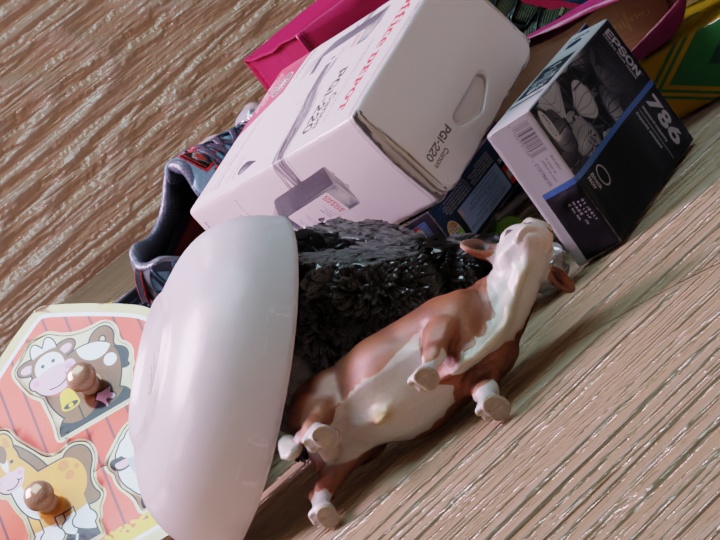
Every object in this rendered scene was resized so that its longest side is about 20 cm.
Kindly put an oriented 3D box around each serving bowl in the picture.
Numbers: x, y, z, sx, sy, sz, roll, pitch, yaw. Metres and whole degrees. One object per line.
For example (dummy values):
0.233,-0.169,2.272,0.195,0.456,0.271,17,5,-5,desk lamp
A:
-0.092,0.061,1.523,0.200,0.066,0.200,-169,90,-77,serving bowl

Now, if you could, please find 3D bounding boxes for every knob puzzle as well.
-0.176,0.097,1.679,0.220,0.220,0.030,-37,-34,1,knob puzzle

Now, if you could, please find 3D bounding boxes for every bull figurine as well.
0.034,0.054,1.424,0.200,0.065,0.121,-39,13,23,bull figurine

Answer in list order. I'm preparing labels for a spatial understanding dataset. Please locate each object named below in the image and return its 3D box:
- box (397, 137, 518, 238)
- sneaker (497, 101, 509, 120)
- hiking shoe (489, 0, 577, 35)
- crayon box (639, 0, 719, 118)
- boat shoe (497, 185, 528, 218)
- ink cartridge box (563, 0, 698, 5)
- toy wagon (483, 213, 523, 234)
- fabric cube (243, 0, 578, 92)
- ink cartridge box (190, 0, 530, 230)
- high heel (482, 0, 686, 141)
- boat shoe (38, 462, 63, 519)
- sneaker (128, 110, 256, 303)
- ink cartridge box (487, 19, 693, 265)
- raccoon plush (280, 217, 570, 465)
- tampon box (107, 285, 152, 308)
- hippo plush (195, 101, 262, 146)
0.000,0.000,1.710,0.200,0.038,0.137,-33,9,29,box
0.034,-0.132,1.851,0.121,0.200,0.084,-36,-22,19,sneaker
0.096,-0.168,1.897,0.200,0.101,0.076,-19,20,20,hiking shoe
0.244,-0.159,1.804,0.200,0.051,0.127,-28,12,46,crayon box
0.106,-0.084,1.919,0.066,0.072,0.200,-23,16,44,boat shoe
0.199,-0.229,1.766,0.116,0.067,0.200,8,-11,-21,ink cartridge box
0.022,0.031,1.718,0.200,0.040,0.155,-43,9,-39,toy wagon
0.059,-0.160,2.108,0.199,0.196,0.200,-40,9,-12,fabric cube
-0.001,-0.089,1.689,0.200,0.085,0.146,-25,29,51,ink cartridge box
0.124,-0.134,1.741,0.200,0.067,0.096,-37,-2,-17,high heel
-0.144,0.137,1.720,0.075,0.093,0.200,79,-151,-72,boat shoe
-0.085,-0.057,1.792,0.079,0.096,0.200,15,69,42,sneaker
0.149,-0.089,1.637,0.039,0.099,0.200,-32,11,32,ink cartridge box
0.022,0.049,1.582,0.200,0.134,0.097,6,21,23,raccoon plush
-0.205,0.119,1.879,0.200,0.126,0.150,-29,11,47,tampon box
-0.064,-0.021,1.892,0.200,0.159,0.161,-46,10,20,hippo plush
